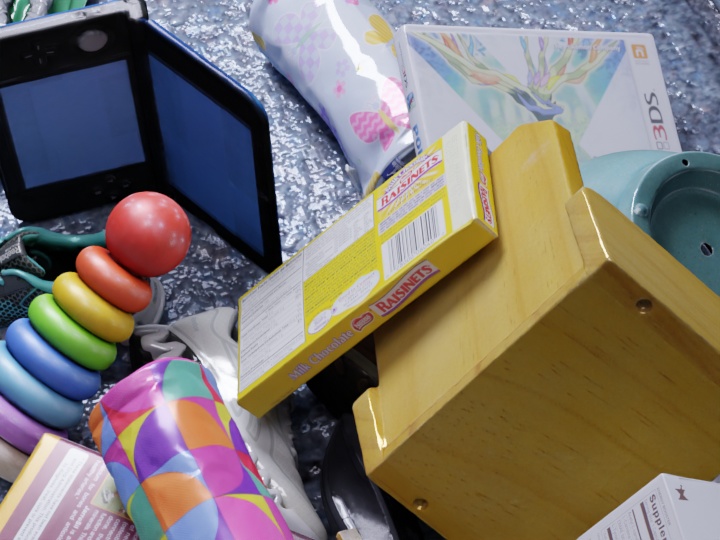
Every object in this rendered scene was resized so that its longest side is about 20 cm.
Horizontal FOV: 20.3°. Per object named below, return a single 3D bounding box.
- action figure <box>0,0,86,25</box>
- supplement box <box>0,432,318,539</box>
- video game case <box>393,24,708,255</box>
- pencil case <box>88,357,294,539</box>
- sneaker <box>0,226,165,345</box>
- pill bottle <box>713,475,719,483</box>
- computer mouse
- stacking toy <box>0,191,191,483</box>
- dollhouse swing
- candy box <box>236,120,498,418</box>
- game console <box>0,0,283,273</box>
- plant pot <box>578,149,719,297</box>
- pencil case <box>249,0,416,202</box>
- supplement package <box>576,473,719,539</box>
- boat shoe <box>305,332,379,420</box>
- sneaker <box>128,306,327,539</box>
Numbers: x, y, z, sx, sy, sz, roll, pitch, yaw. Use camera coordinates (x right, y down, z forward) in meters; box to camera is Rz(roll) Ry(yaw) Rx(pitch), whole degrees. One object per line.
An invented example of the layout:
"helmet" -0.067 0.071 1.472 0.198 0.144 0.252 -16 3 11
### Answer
"action figure" -0.254 -0.156 1.466 0.118 0.055 0.200 2 61 -1
"supplement box" -0.125 0.194 1.211 0.200 0.086 0.110 20 59 14
"video game case" 0.130 -0.081 1.364 0.200 0.022 0.182 -1 68 -24
"pencil case" -0.084 0.147 1.144 0.088 0.088 0.200 -22 61 -13
"sneaker" -0.233 0.004 1.335 0.200 0.091 0.078 -6 56 -3
"pill bottle" 0.274 0.158 1.211 0.200 0.113 0.113 8 57 6
"computer mouse" 0.004 0.168 1.204 0.046 0.140 0.200 -30 60 11
"stacking toy" -0.176 0.037 1.271 0.085 0.085 0.200 41 94 24
"dollhouse swing" 0.114 0.045 1.190 0.182 0.200 0.176 39 26 -12
"candy box" 0.000 0.000 1.229 0.200 0.026 0.102 -38 28 25
"game console" -0.151 -0.071 1.318 0.171 0.200 0.118 -14 57 -8
"plant pot" 0.191 0.005 1.259 0.200 0.134 0.200 10 63 -20
"pencil case" -0.001 -0.131 1.425 0.083 0.091 0.200 2 46 -47
"supplement package" 0.159 0.211 1.111 0.114 0.200 0.110 10 51 -32
"boat shoe" 0.042 0.079 1.297 0.200 0.076 0.074 35 58 12
"sneaker" -0.070 0.100 1.285 0.081 0.075 0.200 -23 59 -24
